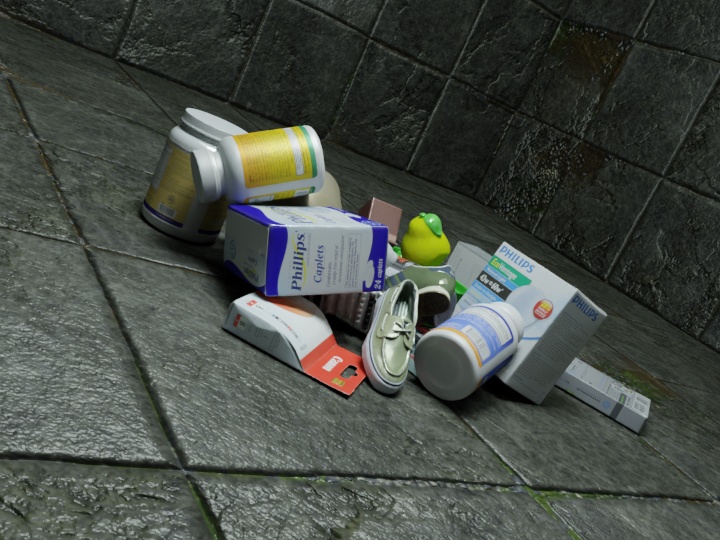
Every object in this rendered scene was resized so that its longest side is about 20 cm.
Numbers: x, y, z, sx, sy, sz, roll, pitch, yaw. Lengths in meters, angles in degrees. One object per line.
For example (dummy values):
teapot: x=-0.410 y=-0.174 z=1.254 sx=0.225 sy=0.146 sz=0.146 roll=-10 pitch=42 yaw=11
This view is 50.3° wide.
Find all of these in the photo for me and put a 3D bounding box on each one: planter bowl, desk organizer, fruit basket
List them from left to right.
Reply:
planter bowl: x=-0.120 y=-0.072 z=1.370 sx=0.199 sy=0.200 sz=0.135 roll=15 pitch=45 yaw=-36
desk organizer: x=0.005 y=-0.066 z=1.522 sx=0.071 sy=0.077 sz=0.200 roll=21 pitch=-24 yaw=-18
fruit basket: x=0.132 y=-0.013 z=1.520 sx=0.155 sy=0.217 sz=0.215 roll=13 pitch=19 yaw=-40

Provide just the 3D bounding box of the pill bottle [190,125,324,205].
pill bottle: x=-0.167 y=-0.166 z=1.239 sx=0.199 sy=0.113 sz=0.113 roll=-12 pitch=29 yaw=-19

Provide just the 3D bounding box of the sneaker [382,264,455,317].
sneaker: x=0.075 y=0.034 z=1.307 sx=0.199 sy=0.067 sz=0.090 roll=-8 pitch=37 yaw=34

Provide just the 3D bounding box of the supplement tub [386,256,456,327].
supplement tub: x=0.076 y=0.034 z=1.401 sx=0.199 sy=0.108 sz=0.107 roll=26 pitch=12 yaw=31

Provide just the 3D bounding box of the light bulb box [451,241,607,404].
light bulb box: x=0.288 y=0.091 z=1.371 sx=0.125 sy=0.200 sz=0.198 roll=33 pitch=5 yaw=-42

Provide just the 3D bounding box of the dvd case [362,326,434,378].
dvd case: x=0.116 y=0.139 z=1.311 sx=0.199 sy=0.022 sz=0.146 roll=10 pitch=21 yaw=-49

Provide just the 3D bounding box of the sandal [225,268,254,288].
sandal: x=-0.132 y=0.008 z=1.292 sx=0.200 sy=0.048 sz=0.075 roll=11 pitch=20 yaw=-45

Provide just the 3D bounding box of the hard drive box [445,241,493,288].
hard drive box: x=0.254 y=0.057 z=1.573 sx=0.077 sy=0.157 sz=0.200 roll=11 pitch=20 yaw=-48

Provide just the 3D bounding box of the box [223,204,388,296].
box: x=-0.088 y=-0.036 z=1.186 sx=0.199 sy=0.106 sz=0.184 roll=-2 pitch=14 yaw=-29

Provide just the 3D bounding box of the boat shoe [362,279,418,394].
boat shoe: x=0.049 y=0.091 z=1.139 sx=0.072 sy=0.062 sz=0.201 roll=25 pitch=40 yaw=-17

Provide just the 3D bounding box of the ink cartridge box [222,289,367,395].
ink cartridge box: x=-0.076 y=0.091 z=1.092 sx=0.199 sy=0.050 sz=0.162 roll=25 pitch=14 yaw=10

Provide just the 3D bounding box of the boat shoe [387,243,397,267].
boat shoe: x=0.000 y=0.000 z=1.338 sx=0.068 sy=0.200 sz=0.072 roll=40 pitch=49 yaw=-7

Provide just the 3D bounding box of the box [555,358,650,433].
box: x=0.480 y=0.240 z=1.542 sx=0.199 sy=0.041 sz=0.156 roll=31 pitch=15 yaw=17

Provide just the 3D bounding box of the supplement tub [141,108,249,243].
supplement tub: x=-0.283 y=-0.165 z=1.338 sx=0.145 sy=0.201 sz=0.145 roll=24 pitch=14 yaw=-6

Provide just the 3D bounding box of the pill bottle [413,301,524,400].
pill bottle: x=0.180 y=0.117 z=1.211 sx=0.112 sy=0.113 sz=0.200 roll=32 pitch=32 yaw=25

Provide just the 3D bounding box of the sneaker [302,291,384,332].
sneaker: x=-0.021 y=0.047 z=1.258 sx=0.199 sy=0.076 sz=0.081 roll=17 pitch=16 yaw=-11
